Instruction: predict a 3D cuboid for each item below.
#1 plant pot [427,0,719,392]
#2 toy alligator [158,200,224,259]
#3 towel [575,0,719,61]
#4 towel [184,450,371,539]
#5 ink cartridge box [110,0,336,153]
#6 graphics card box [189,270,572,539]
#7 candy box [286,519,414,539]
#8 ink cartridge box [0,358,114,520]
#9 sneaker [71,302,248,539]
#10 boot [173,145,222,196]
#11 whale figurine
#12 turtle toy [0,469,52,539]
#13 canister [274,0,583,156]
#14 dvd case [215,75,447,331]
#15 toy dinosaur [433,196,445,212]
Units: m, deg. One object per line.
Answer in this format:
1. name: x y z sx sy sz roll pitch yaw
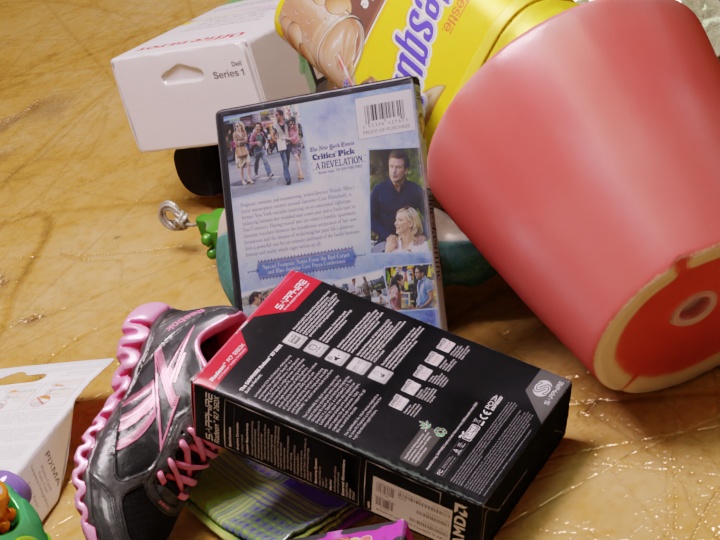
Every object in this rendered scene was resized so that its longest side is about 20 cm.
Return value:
1. plant pot: 0.164 -0.037 1.288 0.199 0.201 0.178 -23 57 -8
2. toy alligator: -0.092 -0.026 1.604 0.199 0.060 0.054 3 34 37
3. towel: 0.151 -0.149 1.422 0.200 0.149 0.036 -38 -21 16
4. towel: -0.011 0.110 1.340 0.199 0.023 0.143 -31 30 -21
5. ink cartridge box: -0.084 -0.172 1.736 0.144 0.085 0.200 -4 20 35
6. graphics card box: 0.013 0.082 1.269 0.199 0.051 0.126 20 42 21
7. candy box: -0.068 0.213 1.142 0.199 0.061 0.137 -11 28 16
8. ink cartridge box: -0.270 0.133 1.455 0.159 0.048 0.200 -7 24 25
9. sneaker: -0.114 0.100 1.319 0.095 0.079 0.201 -8 52 25
10. boot: -0.025 -0.105 1.734 0.199 0.069 0.188 -27 19 -30
11. whale figurine: 0.000 0.000 1.452 0.198 0.105 0.159 4 -10 3
12. turtle toy: -0.240 0.165 1.236 0.145 0.102 0.200 -15 -5 0
13. canister: 0.044 -0.159 1.406 0.086 0.149 0.200 -2 37 -48
14. dvd case: -0.018 -0.016 1.361 0.142 0.202 0.018 -8 -5 22
15. toy dinosaur: -0.007 -0.077 1.499 0.199 0.107 0.060 12 32 22
